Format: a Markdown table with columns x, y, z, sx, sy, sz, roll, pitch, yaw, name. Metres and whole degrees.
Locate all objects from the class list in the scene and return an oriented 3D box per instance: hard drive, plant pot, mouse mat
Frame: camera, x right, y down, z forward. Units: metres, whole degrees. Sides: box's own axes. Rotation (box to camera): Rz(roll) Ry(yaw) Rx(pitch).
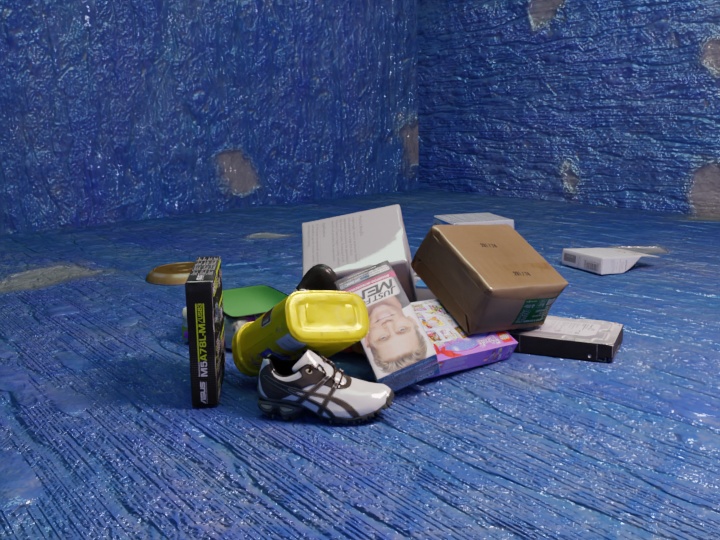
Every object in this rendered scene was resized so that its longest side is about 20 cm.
| x | y | z | sx | sy | sz | roll | pitch | yaw | name |
| --- | --- | --- | --- | --- | --- | --- | --- | --- | --- |
| 0.364 | 0.119 | 1.343 | 0.199 | 0.038 | 0.140 | 5 | 14 | 26 | hard drive |
| -0.482 | 0.004 | 2.019 | 0.198 | 0.028 | 0.200 | -2 | 12 | 0 | plant pot |
| -0.216 | 0.058 | 1.450 | 0.160 | 0.008 | 0.200 | -8 | 16 | -31 | mouse mat |

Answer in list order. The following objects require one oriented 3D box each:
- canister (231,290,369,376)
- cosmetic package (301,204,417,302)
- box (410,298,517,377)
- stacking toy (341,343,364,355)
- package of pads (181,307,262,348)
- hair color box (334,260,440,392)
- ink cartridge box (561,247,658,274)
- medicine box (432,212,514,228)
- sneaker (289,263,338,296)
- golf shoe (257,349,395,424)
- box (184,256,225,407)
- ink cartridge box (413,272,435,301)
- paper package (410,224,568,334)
| x | y | z | sx | sy | sz | roll | pitch | yaw | name |
| --- | --- | --- | --- | --- | --- | --- | --- | --- | --- |
| -0.094 | 0.099 | 1.145 | 0.148 | 0.087 | 0.200 | 2 | -21 | -32 | canister |
| 0.000 | 0.000 | 1.435 | 0.198 | 0.166 | 0.166 | -10 | 44 | 6 | cosmetic package |
| 0.152 | 0.106 | 1.257 | 0.199 | 0.039 | 0.137 | -6 | 41 | -38 | box |
| 0.043 | 0.118 | 1.289 | 0.199 | 0.111 | 0.116 | 23 | 25 | 29 | stacking toy |
| -0.237 | 0.094 | 1.462 | 0.154 | 0.069 | 0.200 | 7 | 14 | 30 | package of pads |
| 0.040 | 0.087 | 1.168 | 0.099 | 0.061 | 0.201 | -23 | 52 | -4 | hair color box |
| 0.670 | -0.028 | 1.997 | 0.199 | 0.048 | 0.160 | -1 | 10 | -24 | ink cartridge box |
| 0.343 | -0.113 | 2.277 | 0.198 | 0.104 | 0.182 | -5 | 12 | -12 | medicine box |
| -0.107 | 0.080 | 1.289 | 0.074 | 0.201 | 0.089 | 35 | 23 | 4 | sneaker |
| -0.051 | 0.160 | 1.049 | 0.198 | 0.095 | 0.078 | 0 | 18 | 5 | golf shoe |
| -0.243 | 0.089 | 1.177 | 0.047 | 0.195 | 0.200 | -4 | 13 | -6 | box |
| 0.175 | 0.049 | 1.577 | 0.144 | 0.084 | 0.200 | 3 | 13 | 25 | ink cartridge box |
| 0.226 | 0.011 | 1.311 | 0.199 | 0.104 | 0.191 | -3 | 41 | -37 | paper package |
